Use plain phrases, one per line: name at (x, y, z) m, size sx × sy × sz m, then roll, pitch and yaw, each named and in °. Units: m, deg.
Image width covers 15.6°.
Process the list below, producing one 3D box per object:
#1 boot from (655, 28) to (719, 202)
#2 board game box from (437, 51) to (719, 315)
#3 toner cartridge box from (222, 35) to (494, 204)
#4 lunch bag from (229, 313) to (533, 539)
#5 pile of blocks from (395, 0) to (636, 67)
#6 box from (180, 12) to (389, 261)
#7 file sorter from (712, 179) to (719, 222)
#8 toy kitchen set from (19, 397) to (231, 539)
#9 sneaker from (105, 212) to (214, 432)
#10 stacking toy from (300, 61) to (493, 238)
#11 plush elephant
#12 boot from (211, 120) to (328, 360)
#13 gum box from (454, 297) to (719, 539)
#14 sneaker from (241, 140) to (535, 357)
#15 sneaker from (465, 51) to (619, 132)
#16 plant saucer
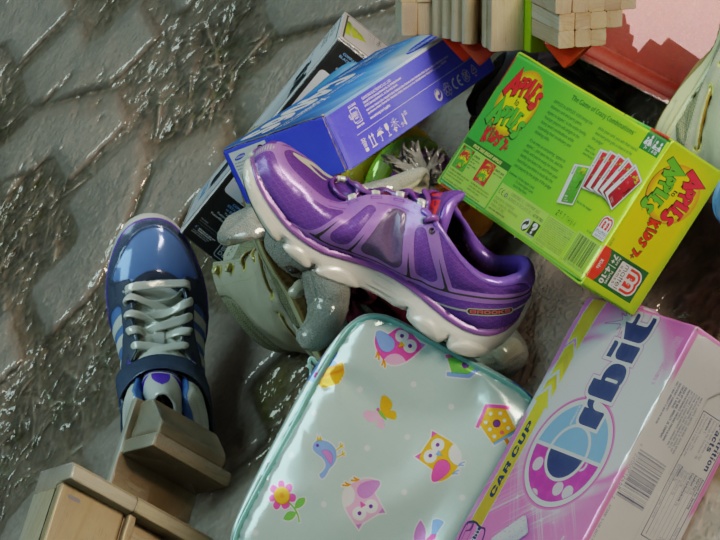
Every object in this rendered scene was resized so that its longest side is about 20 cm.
boot at (0.266, -0.114, 1.593) m, size 0.200 × 0.072 × 0.155 m, roll -60°, pitch 27°, yaw 14°
board game box at (0.133, -0.057, 1.641) m, size 0.102 × 0.048 × 0.200 m, roll -57°, pitch 31°, yaw 4°
toner cartridge box at (0.001, -0.111, 1.806) m, size 0.095 × 0.043 × 0.200 m, roll -15°, pitch 14°, yaw 38°
lunch bag at (0.016, 0.133, 1.669) m, size 0.200 × 0.160 × 0.077 m, roll -60°, pitch -14°, yaw -6°
pile of blocks at (0.100, -0.169, 1.769) m, size 0.200 × 0.082 × 0.062 m, roll 17°, pitch 113°, yaw 44°
box at (-0.053, -0.100, 2.056) m, size 0.200 × 0.060 × 0.117 m, roll -50°, pitch 8°, yaw 14°
file sorter at (0.297, -0.013, 1.418) m, size 0.139 × 0.123 × 0.200 m, roll -50°, pitch 30°, yaw 12°
toy kitchen set at (-0.089, 0.161, 1.757) m, size 0.180 × 0.200 × 0.164 m, roll -20°, pitch 47°, yaw 48°
sneaker at (-0.146, 0.060, 1.983) m, size 0.146 × 0.080 × 0.201 m, roll -160°, pitch 69°, yaw -79°
stacking toy at (0.033, -0.061, 1.905) m, size 0.116 × 0.110 × 0.200 m, roll -46°, pitch 39°, yaw -15°
plush elephant at (0.000, 0.000, 1.768) m, size 0.164 × 0.154 × 0.201 m, roll -19°, pitch 72°, yaw 45°
boot at (-0.063, -0.019, 1.917) m, size 0.072 × 0.201 × 0.155 m, roll -29°, pitch 19°, yaw -20°
gum box at (0.148, 0.114, 1.578) m, size 0.113 × 0.066 × 0.200 m, roll 18°, pitch 77°, yaw 58°
sneaker at (0.021, -0.030, 1.643) m, size 0.084 × 0.200 × 0.081 m, roll -58°, pitch 6°, yaw 29°
sneaker at (0.120, -0.101, 1.835) m, size 0.115 × 0.075 × 0.200 m, roll -42°, pitch 22°, yaw 34°
plant saucer at (0.215, -0.215, 1.764) m, size 0.200 × 0.037 × 0.200 m, roll 32°, pitch 90°, yaw 38°
